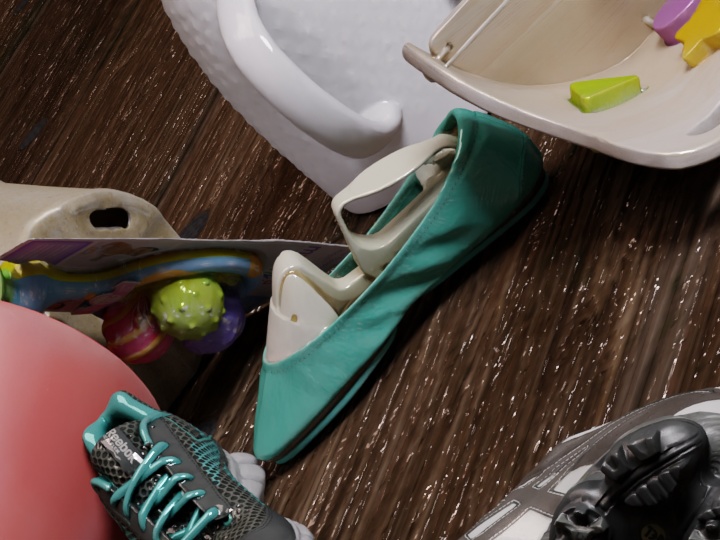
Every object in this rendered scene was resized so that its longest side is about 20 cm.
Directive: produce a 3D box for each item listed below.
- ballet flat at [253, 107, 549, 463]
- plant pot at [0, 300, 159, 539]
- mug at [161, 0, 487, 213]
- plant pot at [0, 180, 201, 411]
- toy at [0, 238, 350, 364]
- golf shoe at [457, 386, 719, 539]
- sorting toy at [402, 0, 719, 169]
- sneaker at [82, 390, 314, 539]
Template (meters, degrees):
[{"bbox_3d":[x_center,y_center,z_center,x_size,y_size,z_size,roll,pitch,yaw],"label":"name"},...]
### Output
[{"bbox_3d":[0.000,0.000,1.206,0.200,0.070,0.067,-47,19,7],"label":"ballet flat"},{"bbox_3d":[-0.206,0.140,1.247,0.200,0.200,0.178,-32,35,41],"label":"plant pot"},{"bbox_3d":[-0.022,-0.129,1.342,0.148,0.175,0.200,-41,20,23],"label":"mug"},{"bbox_3d":[-0.192,0.028,1.435,0.183,0.201,0.201,-7,44,48],"label":"plant pot"},{"bbox_3d":[-0.108,0.019,1.304,0.115,0.199,0.048,-27,65,49],"label":"toy"},{"bbox_3d":[0.066,0.109,0.870,0.200,0.078,0.094,-36,5,29],"label":"golf shoe"},{"bbox_3d":[0.141,-0.112,1.083,0.200,0.107,0.180,-47,26,4],"label":"sorting toy"},{"bbox_3d":[-0.084,0.110,1.149,0.078,0.091,0.200,-50,19,-2],"label":"sneaker"}]
